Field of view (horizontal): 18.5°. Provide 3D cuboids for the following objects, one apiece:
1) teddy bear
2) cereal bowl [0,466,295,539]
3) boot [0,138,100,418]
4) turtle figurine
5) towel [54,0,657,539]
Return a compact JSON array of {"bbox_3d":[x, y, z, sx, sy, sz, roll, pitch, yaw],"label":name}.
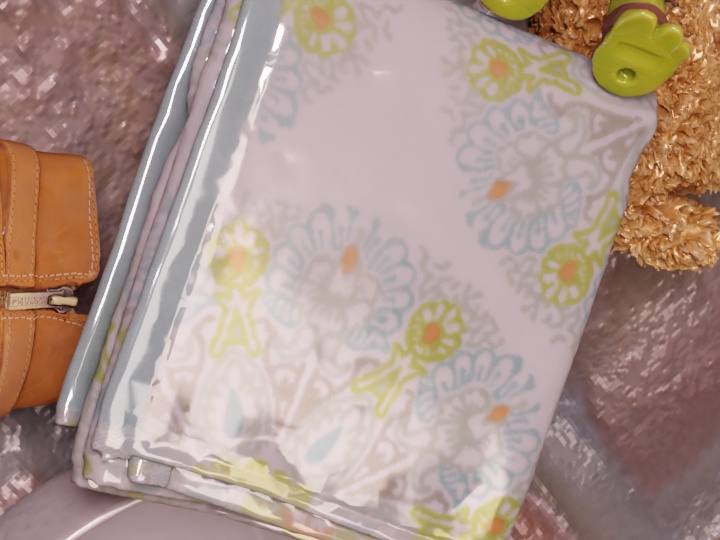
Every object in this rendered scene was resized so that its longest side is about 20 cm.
[{"bbox_3d":[0.114,-0.064,0.875,0.200,0.067,0.145,-1,110,-29],"label":"teddy bear"},{"bbox_3d":[-0.083,0.150,0.849,0.200,0.083,0.200,-12,117,-24],"label":"cereal bowl"},{"bbox_3d":[-0.153,-0.034,0.735,0.155,0.077,0.200,-4,104,-36],"label":"boot"},{"bbox_3d":[0.090,-0.152,0.800,0.200,0.064,0.161,42,51,-25],"label":"turtle figurine"},{"bbox_3d":[0.000,0.000,0.773,0.171,0.048,0.200,20,89,-27],"label":"towel"}]
